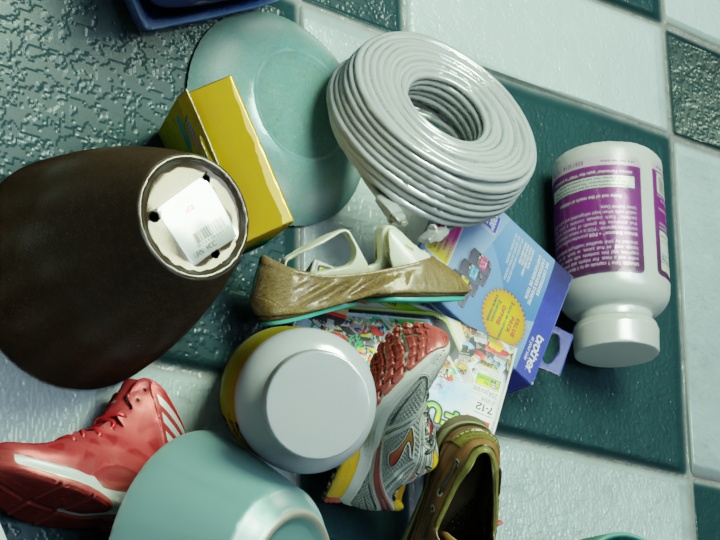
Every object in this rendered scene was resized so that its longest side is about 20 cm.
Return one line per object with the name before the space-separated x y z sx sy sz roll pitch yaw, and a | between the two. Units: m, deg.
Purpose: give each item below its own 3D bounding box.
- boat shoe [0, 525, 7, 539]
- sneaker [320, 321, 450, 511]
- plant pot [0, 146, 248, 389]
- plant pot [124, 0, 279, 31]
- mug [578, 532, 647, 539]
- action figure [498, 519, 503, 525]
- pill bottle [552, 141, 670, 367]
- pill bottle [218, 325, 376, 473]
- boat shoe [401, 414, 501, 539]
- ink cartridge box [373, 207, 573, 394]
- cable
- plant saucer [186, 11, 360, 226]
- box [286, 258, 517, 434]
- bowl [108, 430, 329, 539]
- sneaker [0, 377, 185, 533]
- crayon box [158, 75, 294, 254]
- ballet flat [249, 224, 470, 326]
boat shoe | -0.315 0.150 1.438 0.065 0.073 0.201 -29 93 -47
sneaker | 0.034 0.122 1.662 0.081 0.201 0.078 18 40 -9
plant pot | -0.171 -0.018 1.521 0.185 0.199 0.189 9 74 -32
plant pot | -0.121 -0.318 1.702 0.199 0.179 0.202 -21 88 -42
mug | 0.216 0.323 1.803 0.184 0.114 0.153 25 59 -32
action figure | 0.070 0.141 1.791 0.065 0.052 0.202 -20 86 -39
pill bottle | 0.243 -0.013 1.950 0.112 0.112 0.202 15 65 -36
pill bottle | -0.048 0.101 1.584 0.111 0.200 0.113 0 89 -10
boat shoe | 0.077 0.226 1.692 0.071 0.068 0.202 1 108 -14
ink cartridge box | 0.110 0.024 1.848 0.200 0.076 0.137 42 52 -24
cable | 0.062 -0.127 1.780 0.199 0.069 0.200 -19 63 -48
plant saucer | -0.062 -0.141 1.784 0.200 0.039 0.203 15 65 -37
box | 0.030 0.080 1.740 0.198 0.035 0.111 23 59 -9
bowl | -0.094 0.229 1.524 0.200 0.104 0.203 -14 107 -55
sneaker | -0.211 0.134 1.546 0.199 0.078 0.117 26 50 -45
crayon box | -0.108 -0.079 1.614 0.050 0.200 0.128 -23 90 -12
ballet flat | 0.000 0.000 1.702 0.198 0.068 0.073 -7 93 -18
